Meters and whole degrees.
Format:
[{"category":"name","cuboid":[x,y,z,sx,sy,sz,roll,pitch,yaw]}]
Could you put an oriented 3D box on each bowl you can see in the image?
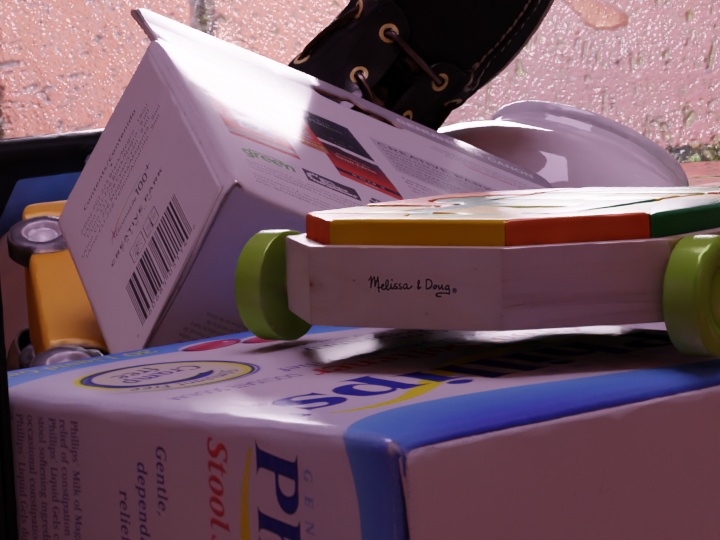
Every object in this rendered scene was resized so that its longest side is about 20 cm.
[{"category":"bowl","cuboid":[0.088,-0.014,1.169,0.200,0.091,0.201,20,-17,6]}]

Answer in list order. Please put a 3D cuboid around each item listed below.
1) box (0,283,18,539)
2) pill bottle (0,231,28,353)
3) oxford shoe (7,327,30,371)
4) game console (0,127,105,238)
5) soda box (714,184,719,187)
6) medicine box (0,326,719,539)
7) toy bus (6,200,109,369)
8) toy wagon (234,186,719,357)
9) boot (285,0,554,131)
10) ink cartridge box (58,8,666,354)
[{"category":"box","cuboid":[-0.177,0.064,0.644,0.086,0.165,0.200,0,6,30]},{"category":"pill bottle","cuboid":[-0.089,0.021,1.280,0.110,0.112,0.199,1,7,38]},{"category":"oxford shoe","cuboid":[-0.096,0.055,1.085,0.072,0.085,0.199,-6,8,-41]},{"category":"game console","cuboid":[-0.169,0.005,1.286,0.031,0.177,0.199,46,31,23]},{"category":"soda box","cuboid":[0.155,0.003,1.254,0.064,0.068,0.199,-16,-4,-40]},{"category":"medicine box","cuboid":[0.009,0.075,0.734,0.181,0.104,0.199,-8,7,-42]},{"category":"toy bus","cuboid":[-0.087,0.041,0.979,0.078,0.066,0.200,-6,28,-9]},{"category":"toy wagon","cuboid":[0.066,-0.003,0.771,0.154,0.040,0.199,1,7,35]},{"category":"boot","cuboid":[-0.002,-0.061,1.078,0.200,0.073,0.151,-35,17,31]},{"category":"ink cartridge box","cuboid":[0.000,0.000,0.952,0.199,0.084,0.176,22,18,-25]}]
